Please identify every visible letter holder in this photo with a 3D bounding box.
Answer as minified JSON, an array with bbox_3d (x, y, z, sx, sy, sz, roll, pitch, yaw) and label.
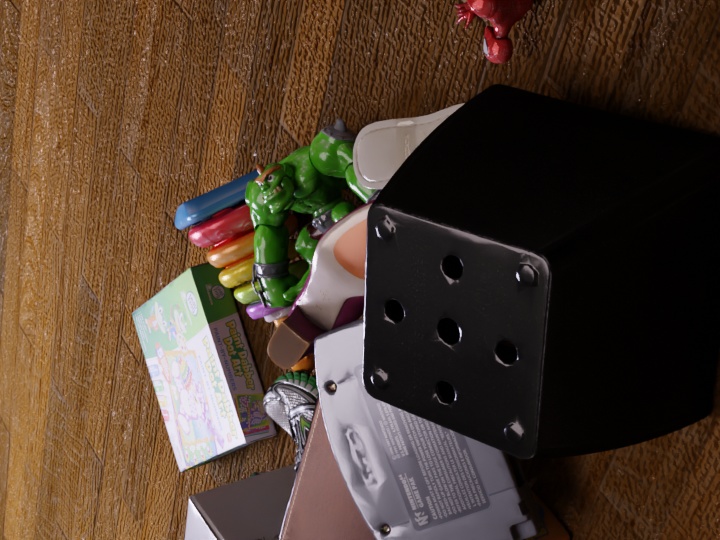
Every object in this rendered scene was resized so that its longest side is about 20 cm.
[{"bbox_3d":[0.034,0.160,1.177,0.142,0.101,0.200,19,101,20],"label":"letter holder"}]

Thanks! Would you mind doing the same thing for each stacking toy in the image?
[{"bbox_3d":[-0.087,0.008,1.368,0.200,0.110,0.116,65,166,-3],"label":"stacking toy"}]

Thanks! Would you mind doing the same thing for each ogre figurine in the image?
[{"bbox_3d":[-0.038,-0.050,1.255,0.120,0.098,0.200,65,152,6],"label":"ogre figurine"}]

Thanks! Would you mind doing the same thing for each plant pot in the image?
[{"bbox_3d":[0.108,0.010,0.919,0.199,0.177,0.200,19,118,34],"label":"plant pot"}]

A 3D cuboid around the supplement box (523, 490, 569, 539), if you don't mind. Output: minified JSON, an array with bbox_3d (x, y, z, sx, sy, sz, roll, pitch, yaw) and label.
[{"bbox_3d":[0.106,0.272,1.178,0.069,0.066,0.200,47,139,39],"label":"supplement box"}]

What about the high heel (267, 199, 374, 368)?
[{"bbox_3d":[0.000,0.000,1.168,0.067,0.096,0.200,38,123,9],"label":"high heel"}]

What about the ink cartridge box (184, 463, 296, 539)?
[{"bbox_3d":[-0.084,0.323,1.425,0.146,0.146,0.200,44,136,42],"label":"ink cartridge box"}]

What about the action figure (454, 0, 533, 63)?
[{"bbox_3d":[0.072,-0.247,1.032,0.099,0.065,0.201,-3,98,50],"label":"action figure"}]

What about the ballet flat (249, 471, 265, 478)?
[{"bbox_3d":[-0.126,0.276,1.567,0.064,0.076,0.200,39,148,0],"label":"ballet flat"}]

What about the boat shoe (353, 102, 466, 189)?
[{"bbox_3d":[0.079,-0.087,1.084,0.200,0.059,0.072,2,91,49],"label":"boat shoe"}]

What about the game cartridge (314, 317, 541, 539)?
[{"bbox_3d":[0.044,0.127,1.100,0.133,0.040,0.200,-21,87,17],"label":"game cartridge"}]

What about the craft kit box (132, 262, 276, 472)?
[{"bbox_3d":[-0.179,0.112,1.597,0.197,0.048,0.200,-31,75,55],"label":"craft kit box"}]

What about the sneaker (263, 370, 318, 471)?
[{"bbox_3d":[-0.038,0.161,1.327,0.200,0.085,0.078,34,156,49],"label":"sneaker"}]
